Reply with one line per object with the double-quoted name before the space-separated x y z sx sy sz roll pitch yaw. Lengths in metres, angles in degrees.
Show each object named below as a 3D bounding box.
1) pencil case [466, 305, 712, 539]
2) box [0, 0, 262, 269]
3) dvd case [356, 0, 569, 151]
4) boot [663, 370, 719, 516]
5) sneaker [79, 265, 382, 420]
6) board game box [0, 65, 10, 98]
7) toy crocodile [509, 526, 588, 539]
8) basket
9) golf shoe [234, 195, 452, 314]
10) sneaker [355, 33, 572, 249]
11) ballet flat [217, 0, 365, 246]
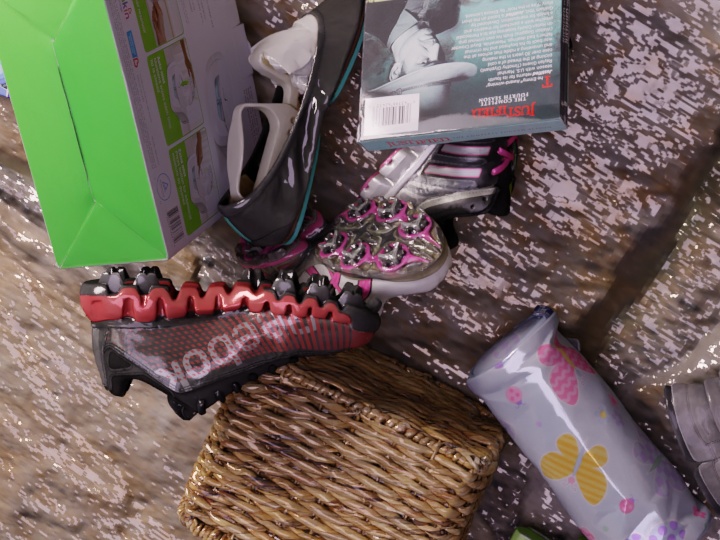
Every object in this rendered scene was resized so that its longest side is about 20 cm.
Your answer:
"pencil case" 0.161 0.123 1.057 0.083 0.091 0.201 -38 89 24
"box" -0.152 -0.128 1.032 0.096 0.177 0.202 -4 111 23
"dvd case" 0.070 -0.184 0.999 0.144 0.022 0.203 -5 71 23
"boot" 0.267 0.069 1.029 0.130 0.070 0.202 -17 92 24
"sneaker" -0.085 0.049 0.980 0.198 0.071 0.099 0 95 -2
"board game box" -0.252 -0.231 1.130 0.134 0.034 0.202 19 106 11
"toy crocodile" 0.189 0.258 1.092 0.199 0.062 0.068 35 109 7
"basket" -0.010 0.143 1.081 0.198 0.143 0.150 24 104 7
"golf shoe" 0.000 0.000 1.059 0.199 0.073 0.092 2 136 51
"sneaker" 0.088 -0.086 1.044 0.088 0.074 0.200 46 115 3
"ballet flat" -0.049 -0.117 1.040 0.068 0.068 0.202 22 79 -28
